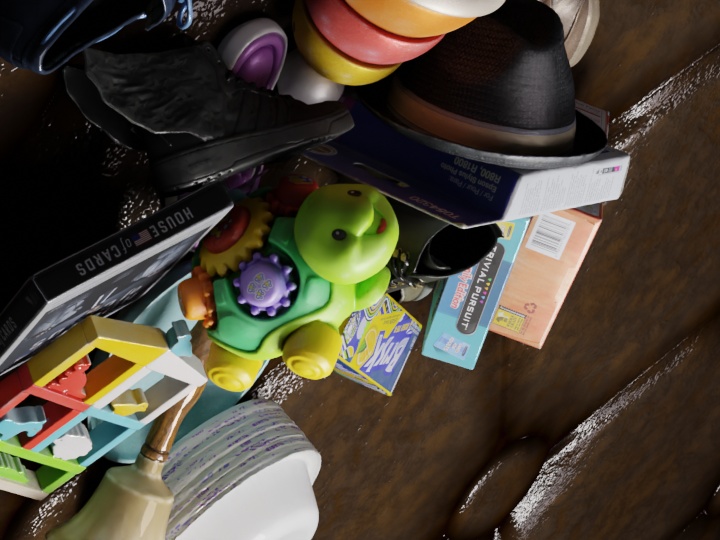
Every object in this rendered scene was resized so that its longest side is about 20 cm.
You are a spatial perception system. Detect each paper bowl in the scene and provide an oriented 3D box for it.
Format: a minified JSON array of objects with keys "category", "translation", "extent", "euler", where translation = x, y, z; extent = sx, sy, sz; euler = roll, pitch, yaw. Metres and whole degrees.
[{"category":"paper bowl","translation":[-0.114,0.208,1.682],"extent":[0.200,0.104,0.201],"euler":[-36,161,-15]}]

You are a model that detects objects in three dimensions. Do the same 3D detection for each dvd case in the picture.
[{"category":"dvd case","translation":[-0.181,0.012,1.372],"extent":[0.150,0.025,0.200],"euler":[-30,175,-31]}]

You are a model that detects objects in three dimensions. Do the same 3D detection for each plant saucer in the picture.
[{"category":"plant saucer","translation":[-0.138,0.058,1.573],"extent":[0.199,0.036,0.201],"euler":[-34,148,-25]}]

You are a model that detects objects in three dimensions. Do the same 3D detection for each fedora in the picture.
[{"category":"fedora","translation":[0.092,-0.147,1.469],"extent":[0.200,0.200,0.092],"euler":[-14,122,-47]}]

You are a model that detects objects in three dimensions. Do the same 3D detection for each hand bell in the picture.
[{"category":"hand bell","translation":[-0.153,0.129,1.541],"extent":[0.104,0.104,0.201],"euler":[12,102,-59]}]

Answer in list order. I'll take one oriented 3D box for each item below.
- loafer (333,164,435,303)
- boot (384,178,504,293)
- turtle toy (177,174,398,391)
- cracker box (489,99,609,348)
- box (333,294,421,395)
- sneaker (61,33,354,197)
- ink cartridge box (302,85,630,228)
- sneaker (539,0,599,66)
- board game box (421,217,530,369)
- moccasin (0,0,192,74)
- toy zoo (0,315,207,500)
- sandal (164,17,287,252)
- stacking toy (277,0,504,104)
[{"category":"loafer","translation":[0.012,-0.033,1.653],"extent":[0.069,0.075,0.200],"euler":[-26,148,-7]},{"category":"boot","translation":[0.000,0.000,1.484],"extent":[0.200,0.138,0.078],"euler":[-38,110,-6]},{"category":"turtle toy","translation":[-0.047,-0.007,1.402],"extent":[0.101,0.199,0.147],"euler":[42,53,-34]},{"category":"cracker box","translation":[0.157,-0.046,1.737],"extent":[0.200,0.057,0.135],"euler":[-74,-175,-59]},{"category":"box","translation":[-0.010,0.044,1.661],"extent":[0.070,0.064,0.200],"euler":[-65,163,-6]},{"category":"sneaker","translation":[-0.095,-0.114,1.359],"extent":[0.199,0.105,0.060],"euler":[-22,179,-39]},{"category":"ink cartridge box","translation":[0.065,-0.092,1.507],"extent":[0.199,0.196,0.044],"euler":[-10,120,-51]},{"category":"sneaker","translation":[0.145,-0.241,1.600],"extent":[0.075,0.071,0.201],"euler":[-13,135,-21]},{"category":"board game box","translation":[0.103,-0.041,1.667],"extent":[0.201,0.047,0.152],"euler":[-75,-177,-55]},{"category":"moccasin","translation":[-0.138,-0.172,1.257],"extent":[0.200,0.068,0.081],"euler":[-37,150,-22]},{"category":"toy zoo","translation":[-0.199,0.092,1.459],"extent":[0.199,0.021,0.131],"euler":[-36,148,18]},{"category":"sandal","translation":[-0.090,-0.083,1.453],"extent":[0.082,0.050,0.204],"euler":[-24,143,-38]},{"category":"stacking toy","translation":[-0.001,-0.175,1.418],"extent":[0.146,0.147,0.200],"euler":[-16,153,-46]}]
